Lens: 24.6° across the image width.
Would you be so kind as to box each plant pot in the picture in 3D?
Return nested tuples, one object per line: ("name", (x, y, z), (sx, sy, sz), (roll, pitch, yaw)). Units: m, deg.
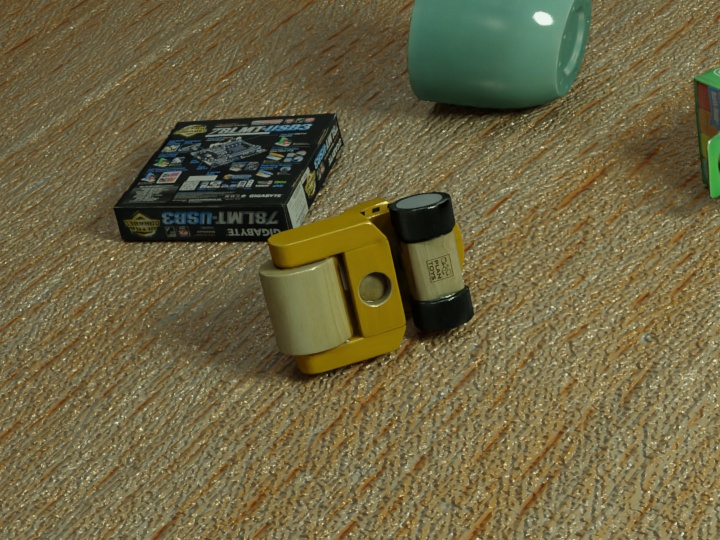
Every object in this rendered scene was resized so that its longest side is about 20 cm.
("plant pot", (0.163, -0.270, 1.840), (0.161, 0.201, 0.201), (16, 39, 19))

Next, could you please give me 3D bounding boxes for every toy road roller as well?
("toy road roller", (0.000, 0.000, 1.518), (0.200, 0.123, 0.146), (-17, 17, -14))

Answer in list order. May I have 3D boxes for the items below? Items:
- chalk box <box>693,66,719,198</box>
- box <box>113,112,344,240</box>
("chalk box", (0.405, -0.135, 1.593), (0.200, 0.125, 0.124), (-23, 33, -21))
("box", (-0.140, -0.102, 1.794), (0.200, 0.050, 0.199), (-1, 32, 18))
